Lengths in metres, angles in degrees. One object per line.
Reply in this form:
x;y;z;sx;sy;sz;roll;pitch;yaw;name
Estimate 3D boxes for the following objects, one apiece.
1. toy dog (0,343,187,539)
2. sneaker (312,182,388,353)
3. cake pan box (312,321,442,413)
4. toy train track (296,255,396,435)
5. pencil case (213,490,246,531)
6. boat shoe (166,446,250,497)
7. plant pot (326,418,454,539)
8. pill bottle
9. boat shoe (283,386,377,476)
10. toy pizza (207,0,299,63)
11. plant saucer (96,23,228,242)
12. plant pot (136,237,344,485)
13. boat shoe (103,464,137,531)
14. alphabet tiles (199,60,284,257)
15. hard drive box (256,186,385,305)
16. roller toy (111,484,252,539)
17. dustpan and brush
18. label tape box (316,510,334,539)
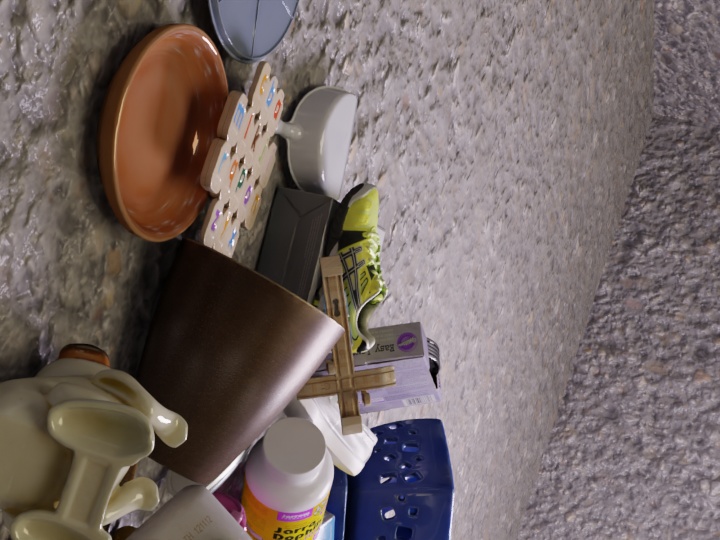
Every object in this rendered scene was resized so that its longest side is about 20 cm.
-0.240;0.138;0.981;0.200;0.192;0.141;-89;-170;-81;toy dog
0.000;0.000;1.406;0.075;0.076;0.202;6;95;-68;sneaker
0.002;0.129;1.514;0.184;0.198;0.053;61;22;-65;cake pan box
-0.021;0.085;1.352;0.033;0.114;0.202;-162;-116;-83;toy train track
-0.165;0.345;1.364;0.091;0.093;0.202;-44;140;-51;pencil case
-0.151;0.201;1.351;0.200;0.072;0.062;-59;149;-52;boat shoe
0.028;0.331;1.686;0.200;0.178;0.202;-98;-168;-67;plant pot
-0.088;0.256;1.434;0.201;0.104;0.105;102;13;-52;pill bottle
-0.039;0.165;1.440;0.069;0.072;0.200;-51;125;-20;boat shoe
-0.110;-0.311;1.221;0.200;0.031;0.202;12;90;-68;toy pizza
-0.185;-0.128;1.123;0.200;0.037;0.202;12;90;-69;plant saucer
-0.142;0.101;1.200;0.201;0.186;0.187;-62;157;-7;plant pot
-0.262;0.230;1.105;0.072;0.072;0.201;126;-15;-55;boat shoe
-0.123;-0.108;1.247;0.200;0.014;0.197;58;49;-77;alphabet tiles
-0.050;-0.001;1.490;0.200;0.076;0.157;26;77;-68;hard drive box
-0.188;0.302;1.149;0.200;0.140;0.182;-42;177;-1;roller toy
-0.064;-0.157;1.416;0.200;0.057;0.141;7;93;-76;dustpan and brush
-0.119;0.403;1.546;0.199;0.066;0.145;-25;126;-44;label tape box
